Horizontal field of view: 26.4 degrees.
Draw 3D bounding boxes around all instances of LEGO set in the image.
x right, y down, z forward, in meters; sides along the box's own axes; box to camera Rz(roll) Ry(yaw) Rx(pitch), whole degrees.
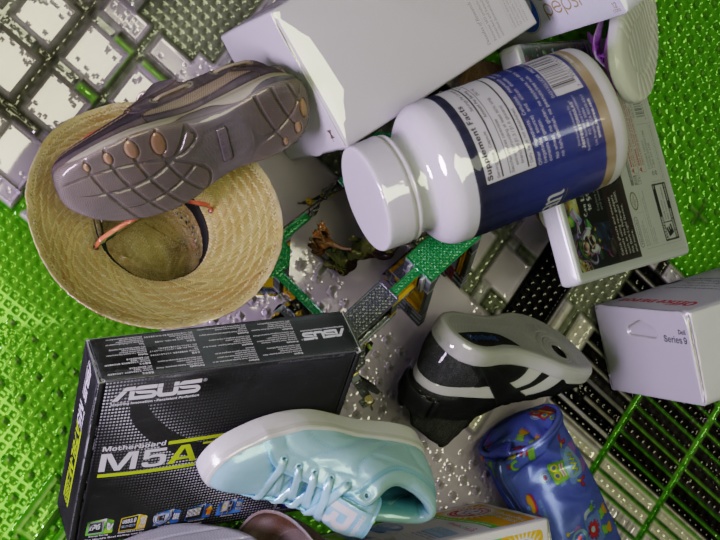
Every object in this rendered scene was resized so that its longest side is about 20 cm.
[{"bbox_3d":[0.000,0.000,1.238,0.153,0.116,0.200,36,69,11],"label":"LEGO set"}]

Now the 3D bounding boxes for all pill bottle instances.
[{"bbox_3d":[0.091,-0.086,1.158,0.198,0.111,0.112,-21,98,-16],"label":"pill bottle"}]

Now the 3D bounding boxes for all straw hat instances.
[{"bbox_3d":[-0.159,-0.023,1.156,0.199,0.085,0.203,7,56,-11],"label":"straw hat"}]

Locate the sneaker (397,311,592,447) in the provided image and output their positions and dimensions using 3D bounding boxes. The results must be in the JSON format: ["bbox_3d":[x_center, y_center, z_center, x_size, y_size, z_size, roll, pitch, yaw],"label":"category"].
[{"bbox_3d":[0.103,0.096,1.293,0.199,0.073,0.112,12,121,-46],"label":"sneaker"}]

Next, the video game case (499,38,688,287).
[{"bbox_3d":[0.201,-0.097,1.305,0.181,0.023,0.202,-12,87,-48],"label":"video game case"}]

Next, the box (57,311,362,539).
[{"bbox_3d":[-0.115,0.118,1.135,0.198,0.194,0.048,-5,49,-25],"label":"box"}]

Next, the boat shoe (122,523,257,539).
[{"bbox_3d":[-0.167,0.245,1.155,0.198,0.072,0.071,-10,122,-2],"label":"boat shoe"}]

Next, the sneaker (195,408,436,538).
[{"bbox_3d":[-0.022,0.155,1.128,0.198,0.082,0.074,3,133,-33],"label":"sneaker"}]

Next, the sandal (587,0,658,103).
[{"bbox_3d":[0.221,-0.198,1.310,0.083,0.049,0.203,66,26,-24],"label":"sandal"}]

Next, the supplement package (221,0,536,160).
[{"bbox_3d":[0.013,-0.192,1.218,0.199,0.121,0.120,-35,103,-21],"label":"supplement package"}]

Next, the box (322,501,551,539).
[{"bbox_3d":[0.047,0.259,1.233,0.198,0.112,0.103,-7,92,-25],"label":"box"}]

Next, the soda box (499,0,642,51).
[{"bbox_3d":[0.168,-0.234,1.244,0.068,0.200,0.064,-38,103,-20],"label":"soda box"}]

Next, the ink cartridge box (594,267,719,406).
[{"bbox_3d":[0.328,0.047,1.345,0.198,0.146,0.085,-15,97,-23],"label":"ink cartridge box"}]

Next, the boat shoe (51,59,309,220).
[{"bbox_3d":[-0.135,-0.098,1.125,0.199,0.073,0.075,-22,129,-20],"label":"boat shoe"}]

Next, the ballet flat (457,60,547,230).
[{"bbox_3d":[0.148,-0.086,1.300,0.067,0.072,0.201,-27,110,23],"label":"ballet flat"}]

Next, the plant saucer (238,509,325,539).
[{"bbox_3d":[-0.042,0.277,1.149,0.032,0.200,0.202,-8,93,-31],"label":"plant saucer"}]

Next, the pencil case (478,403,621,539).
[{"bbox_3d":[0.172,0.217,1.308,0.087,0.078,0.201,-36,104,-46],"label":"pencil case"}]
